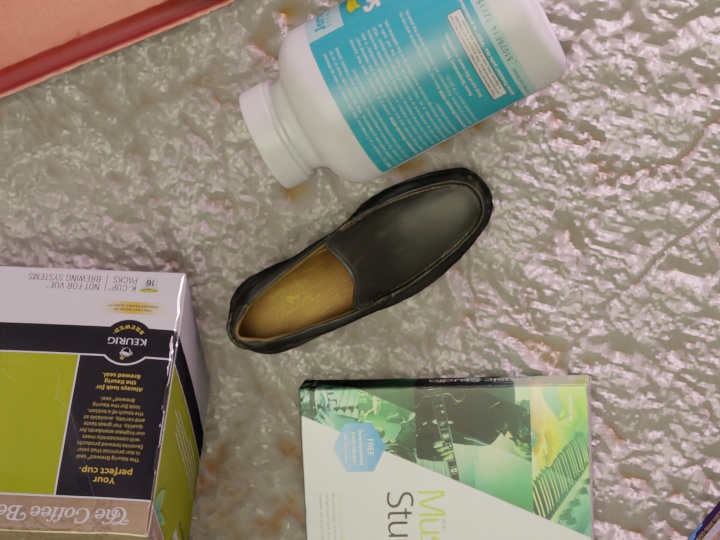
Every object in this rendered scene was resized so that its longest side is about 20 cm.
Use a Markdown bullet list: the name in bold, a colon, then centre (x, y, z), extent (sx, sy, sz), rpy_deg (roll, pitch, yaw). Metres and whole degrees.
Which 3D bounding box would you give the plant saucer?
- **plant saucer**: centre (-0.203, -0.237, 1.487), extent (0.199, 0.037, 0.201), rpy_deg (-21, 96, 9)

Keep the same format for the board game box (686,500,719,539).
- **board game box**: centre (0.253, 0.189, 1.448), extent (0.057, 0.165, 0.200), rpy_deg (38, 102, -1)

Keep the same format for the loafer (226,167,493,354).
- **loafer**: centre (0.000, 0.000, 1.488), extent (0.199, 0.072, 0.073), rpy_deg (-34, 94, 10)

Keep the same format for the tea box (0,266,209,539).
- **tea box**: centre (-0.212, 0.113, 1.452), extent (0.199, 0.134, 0.198), rpy_deg (3, 56, 6)

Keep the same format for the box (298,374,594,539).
- **box**: centre (0.060, 0.145, 1.526), extent (0.199, 0.036, 0.145), rpy_deg (-2, 100, 5)

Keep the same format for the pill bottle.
- **pill bottle**: centre (0.024, -0.129, 1.444), extent (0.199, 0.111, 0.111), rpy_deg (-28, 96, 9)
